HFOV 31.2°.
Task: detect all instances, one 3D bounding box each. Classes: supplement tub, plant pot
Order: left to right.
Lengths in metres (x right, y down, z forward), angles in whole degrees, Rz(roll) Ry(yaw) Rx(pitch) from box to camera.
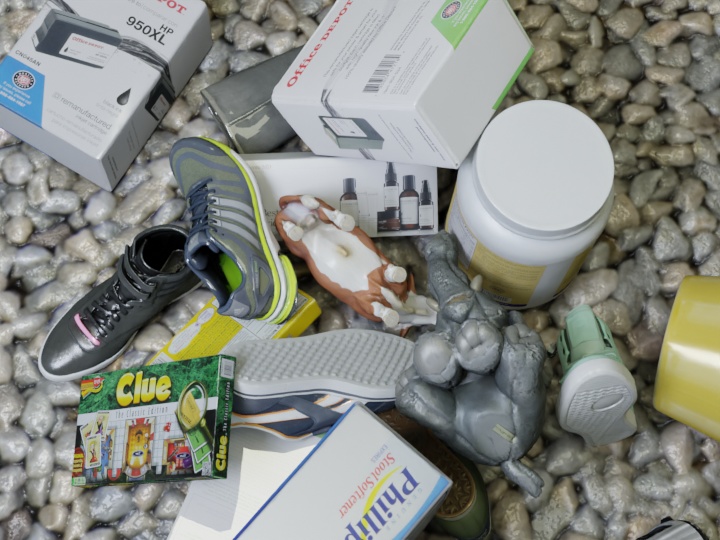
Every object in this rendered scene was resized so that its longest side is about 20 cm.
[{"bbox_3d":[0.156,-0.059,1.206,0.143,0.200,0.147,1,71,-2],"label":"supplement tub"},{"bbox_3d":[0.373,0.089,1.177,0.187,0.201,0.203,14,70,18],"label":"plant pot"}]

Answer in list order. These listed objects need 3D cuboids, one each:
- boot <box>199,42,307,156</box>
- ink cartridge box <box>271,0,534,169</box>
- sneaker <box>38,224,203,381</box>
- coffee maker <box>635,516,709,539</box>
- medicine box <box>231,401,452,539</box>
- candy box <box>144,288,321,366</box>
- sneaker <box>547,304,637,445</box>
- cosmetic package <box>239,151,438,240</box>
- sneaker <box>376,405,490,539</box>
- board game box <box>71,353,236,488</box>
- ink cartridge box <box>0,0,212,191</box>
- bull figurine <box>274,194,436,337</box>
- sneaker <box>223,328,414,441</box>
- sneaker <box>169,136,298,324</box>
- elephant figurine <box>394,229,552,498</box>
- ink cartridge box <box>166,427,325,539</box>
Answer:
[{"bbox_3d":[-0.038,-0.166,1.304,0.199,0.073,0.182,-31,61,-18],"label":"boot"},{"bbox_3d":[0.035,-0.180,1.179,0.199,0.084,0.146,11,61,48],"label":"ink cartridge box"},{"bbox_3d":[-0.228,0.024,1.216,0.199,0.099,0.071,-38,77,-13],"label":"sneaker"},{"bbox_3d":[0.222,0.328,1.099,0.198,0.134,0.195,-9,94,-25],"label":"coffee maker"},{"bbox_3d":[-0.030,0.227,1.049,0.103,0.200,0.182,39,71,11],"label":"medicine box"},{"bbox_3d":[-0.137,0.082,1.216,0.200,0.027,0.102,-46,50,-15],"label":"candy box"},{"bbox_3d":[0.200,0.082,1.166,0.073,0.201,0.119,-19,68,7],"label":"sneaker"},{"bbox_3d":[-0.024,-0.075,1.266,0.197,0.051,0.084,-3,101,-3],"label":"cosmetic package"},{"bbox_3d":[0.063,0.172,1.194,0.067,0.090,0.201,-31,44,1],"label":"sneaker"},{"bbox_3d":[-0.187,0.137,1.148,0.199,0.023,0.106,-12,66,41],"label":"board game box"},{"bbox_3d":[-0.261,-0.207,1.302,0.144,0.084,0.201,29,72,7],"label":"ink cartridge box"},{"bbox_3d":[0.000,0.000,1.204,0.199,0.121,0.065,37,85,-6],"label":"bull figurine"},{"bbox_3d":[-0.034,0.105,1.175,0.198,0.080,0.079,1,43,-17],"label":"sneaker"},{"bbox_3d":[-0.129,-0.041,1.183,0.074,0.081,0.201,-43,67,31],"label":"sneaker"},{"bbox_3d":[0.107,0.074,1.133,0.140,0.200,0.157,14,106,1],"label":"elephant figurine"},{"bbox_3d":[-0.093,0.231,1.176,0.144,0.048,0.202,21,71,5],"label":"ink cartridge box"}]
